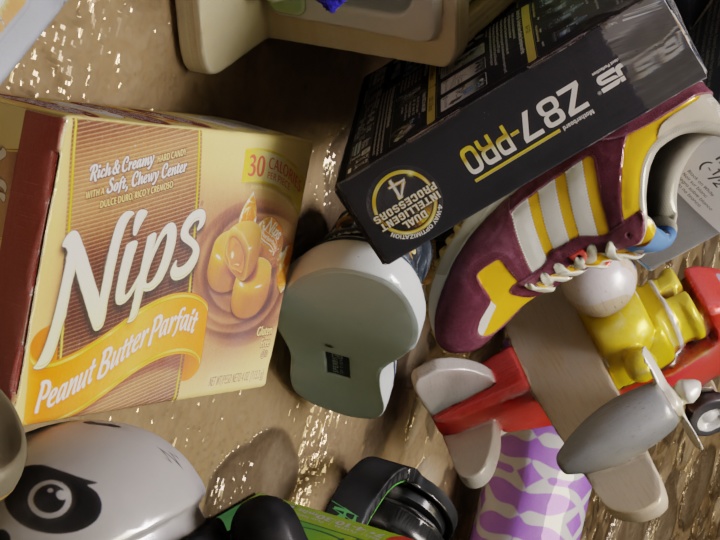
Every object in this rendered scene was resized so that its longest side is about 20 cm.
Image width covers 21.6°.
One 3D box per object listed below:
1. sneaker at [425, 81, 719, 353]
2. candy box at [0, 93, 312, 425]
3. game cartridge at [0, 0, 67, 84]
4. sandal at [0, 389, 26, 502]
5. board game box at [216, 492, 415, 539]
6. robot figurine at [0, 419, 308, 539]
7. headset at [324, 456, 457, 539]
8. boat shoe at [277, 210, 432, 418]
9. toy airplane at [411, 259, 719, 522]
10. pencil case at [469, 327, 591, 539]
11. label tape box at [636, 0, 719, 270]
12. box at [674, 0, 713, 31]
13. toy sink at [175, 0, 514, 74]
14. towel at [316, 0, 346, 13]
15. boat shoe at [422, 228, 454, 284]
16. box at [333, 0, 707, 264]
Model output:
[{"bbox_3d":[0.111,-0.022,0.981,0.075,0.090,0.201,-13,139,-59],"label":"sneaker"},{"bbox_3d":[-0.095,-0.007,0.773,0.200,0.055,0.117,-2,104,-64],"label":"candy box"},{"bbox_3d":[-0.160,-0.096,0.566,0.134,0.041,0.201,62,39,-33],"label":"game cartridge"},{"bbox_3d":[-0.167,0.032,0.591,0.054,0.081,0.199,-37,152,19],"label":"sandal"},{"bbox_3d":[-0.057,0.166,0.882,0.200,0.101,0.048,-22,122,-60],"label":"board game box"},{"bbox_3d":[-0.093,0.156,0.711,0.149,0.124,0.202,-22,90,-33],"label":"robot figurine"},{"bbox_3d":[0.025,0.176,1.068,0.200,0.093,0.125,33,72,-70],"label":"headset"},{"bbox_3d":[0.000,0.000,0.929,0.201,0.070,0.092,103,3,-70],"label":"boat shoe"},{"bbox_3d":[0.123,0.041,1.094,0.199,0.198,0.142,-49,149,-38],"label":"toy airplane"},{"bbox_3d":[0.110,0.136,1.238,0.084,0.085,0.202,15,88,-69],"label":"pencil case"},{"bbox_3d":[0.222,-0.105,1.027,0.066,0.199,0.144,42,42,-23],"label":"label tape box"},{"bbox_3d":[0.130,-0.248,1.022,0.104,0.147,0.202,-51,144,-42],"label":"box"},{"bbox_3d":[0.013,-0.175,0.853,0.200,0.111,0.132,-43,139,-50],"label":"toy sink"},{"bbox_3d":[-0.005,-0.212,0.716,0.147,0.050,0.201,29,105,-29],"label":"towel"},{"bbox_3d":[0.080,-0.075,1.102,0.201,0.062,0.075,-65,151,-27],"label":"boat shoe"},{"bbox_3d":[0.070,-0.089,0.868,0.049,0.160,0.200,55,13,-13],"label":"box"}]
